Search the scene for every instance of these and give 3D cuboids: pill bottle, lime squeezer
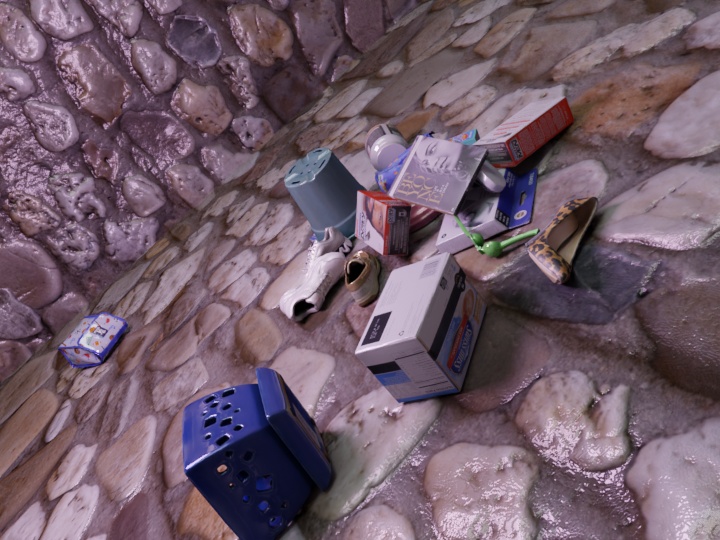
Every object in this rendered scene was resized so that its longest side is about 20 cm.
[{"bbox_3d":[0.078,-0.332,1.998,0.116,0.117,0.200,-36,23,10],"label":"pill bottle"},{"bbox_3d":[0.236,-0.065,1.349,0.199,0.038,0.071,18,93,45],"label":"lime squeezer"}]

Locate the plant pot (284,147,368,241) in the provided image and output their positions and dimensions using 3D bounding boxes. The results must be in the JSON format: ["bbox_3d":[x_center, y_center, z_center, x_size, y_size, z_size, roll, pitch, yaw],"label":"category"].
[{"bbox_3d":[-0.085,-0.199,1.874,0.199,0.197,0.201,-25,34,19],"label":"plant pot"}]

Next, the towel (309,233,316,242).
[{"bbox_3d":[-0.043,-0.144,1.978,0.200,0.024,0.144,-49,27,-16],"label":"towel"}]

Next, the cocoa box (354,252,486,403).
[{"bbox_3d":[0.105,0.095,1.186,0.133,0.131,0.201,-19,31,39],"label":"cocoa box"}]

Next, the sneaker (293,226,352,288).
[{"bbox_3d":[-0.109,-0.024,1.788,0.200,0.081,0.075,-52,28,-21],"label":"sneaker"}]

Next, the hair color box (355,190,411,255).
[{"bbox_3d":[0.047,-0.111,1.634,0.063,0.112,0.200,-1,14,-20],"label":"hair color box"}]

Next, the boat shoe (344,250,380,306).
[{"bbox_3d":[0.000,0.000,1.594,0.074,0.067,0.200,-35,24,12],"label":"boat shoe"}]

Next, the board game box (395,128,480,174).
[{"bbox_3d":[0.192,-0.277,1.731,0.198,0.045,0.152,-19,14,16],"label":"board game box"}]

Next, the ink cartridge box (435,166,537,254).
[{"bbox_3d":[0.259,-0.132,1.469,0.199,0.041,0.200,-24,28,33],"label":"ink cartridge box"}]

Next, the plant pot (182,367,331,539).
[{"bbox_3d":[-0.164,0.293,1.178,0.179,0.201,0.200,-33,23,-3],"label":"plant pot"}]

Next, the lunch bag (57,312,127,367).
[{"bbox_3d":[-0.927,0.241,2.513,0.198,0.124,0.171,-5,40,32],"label":"lunch bag"}]

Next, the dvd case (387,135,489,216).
[{"bbox_3d":[0.156,-0.200,1.480,0.199,0.016,0.150,23,83,47],"label":"dvd case"}]

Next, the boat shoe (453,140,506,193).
[{"bbox_3d":[0.232,-0.200,1.492,0.068,0.071,0.200,-62,35,22],"label":"boat shoe"}]

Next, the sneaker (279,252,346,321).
[{"bbox_3d":[-0.098,0.047,1.671,0.200,0.078,0.099,-48,29,5],"label":"sneaker"}]

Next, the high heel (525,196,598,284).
[{"bbox_3d":[0.343,-0.056,1.163,0.142,0.071,0.200,-41,14,15],"label":"high heel"}]

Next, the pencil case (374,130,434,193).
[{"bbox_3d":[0.127,-0.275,1.866,0.199,0.087,0.078,-35,44,14],"label":"pencil case"}]

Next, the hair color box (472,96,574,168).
[{"bbox_3d":[0.351,-0.296,1.547,0.199,0.064,0.111,-36,20,-23],"label":"hair color box"}]

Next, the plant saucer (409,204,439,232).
[{"bbox_3d":[0.136,-0.170,1.710,0.200,0.051,0.201,-32,25,17],"label":"plant saucer"}]
